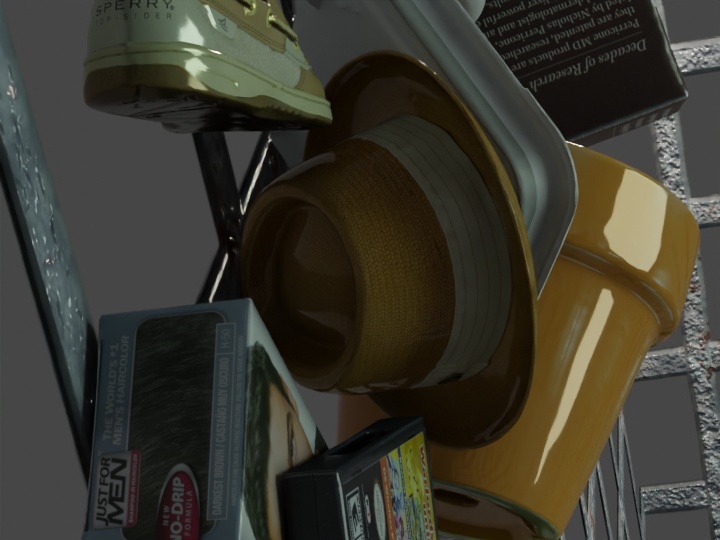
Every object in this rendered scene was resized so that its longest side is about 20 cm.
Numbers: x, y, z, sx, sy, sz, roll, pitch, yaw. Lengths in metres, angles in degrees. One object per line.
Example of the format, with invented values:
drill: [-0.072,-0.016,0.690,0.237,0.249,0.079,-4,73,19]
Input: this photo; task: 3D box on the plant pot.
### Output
plant pot: [0.068,0.045,1.179,0.200,0.200,0.184,59,43,-65]

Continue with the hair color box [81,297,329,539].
hair color box: [-0.045,0.105,0.832,0.200,0.060,0.099,66,21,-56]

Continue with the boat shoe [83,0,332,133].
boat shoe: [-0.056,-0.092,0.877,0.200,0.074,0.067,6,82,-79]

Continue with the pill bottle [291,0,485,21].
pill bottle: [0.011,-0.233,1.241,0.111,0.110,0.201,59,26,-65]

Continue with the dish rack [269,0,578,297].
dish rack: [0.018,-0.057,1.048,0.200,0.043,0.172,57,-31,28]

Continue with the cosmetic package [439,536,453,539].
cosmetic package: [0.078,0.121,1.426,0.200,0.090,0.107,25,58,-74]

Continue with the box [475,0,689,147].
box: [0.100,-0.171,1.404,0.166,0.164,0.201,-12,81,-84]

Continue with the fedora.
fedora: [0.000,0.000,0.977,0.201,0.082,0.201,39,-43,48]

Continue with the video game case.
video game case: [0.009,0.167,0.858,0.181,0.025,0.201,-12,96,-78]
